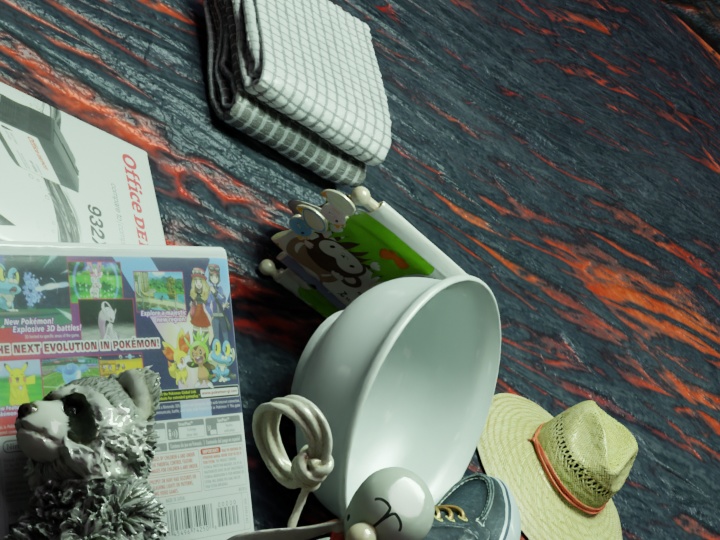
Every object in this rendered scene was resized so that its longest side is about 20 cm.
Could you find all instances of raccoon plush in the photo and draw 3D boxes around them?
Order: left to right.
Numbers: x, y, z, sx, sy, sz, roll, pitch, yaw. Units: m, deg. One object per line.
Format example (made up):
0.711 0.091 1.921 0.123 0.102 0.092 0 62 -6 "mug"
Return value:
-0.125 0.148 0.758 0.135 0.095 0.201 -73 151 -43 "raccoon plush"

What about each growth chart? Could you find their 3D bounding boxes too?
0.000 0.000 1.088 0.144 0.200 0.018 34 62 -15 "growth chart"

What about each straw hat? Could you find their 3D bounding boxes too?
0.194 0.162 1.249 0.200 0.085 0.202 37 28 -23 "straw hat"

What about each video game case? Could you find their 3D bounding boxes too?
-0.143 0.077 0.819 0.199 0.023 0.185 1 81 -50 "video game case"

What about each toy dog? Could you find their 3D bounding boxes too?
-0.041 0.181 0.786 0.131 0.202 0.096 30 38 22 "toy dog"

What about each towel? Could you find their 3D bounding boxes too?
-0.064 -0.184 1.333 0.164 0.086 0.202 26 35 -34 "towel"

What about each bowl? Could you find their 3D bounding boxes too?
0.013 0.087 1.010 0.090 0.204 0.200 20 13 29 "bowl"

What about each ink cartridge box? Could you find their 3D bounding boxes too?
-0.221 -0.037 0.888 0.199 0.084 0.146 25 34 -40 "ink cartridge box"

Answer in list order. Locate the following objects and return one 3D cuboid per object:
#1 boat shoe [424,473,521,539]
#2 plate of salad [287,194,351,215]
0.050 0.182 0.971 0.092 0.070 0.201 62 32 -20 "boat shoe"
0.028 -0.008 1.172 0.199 0.048 0.200 34 -7 5 "plate of salad"
